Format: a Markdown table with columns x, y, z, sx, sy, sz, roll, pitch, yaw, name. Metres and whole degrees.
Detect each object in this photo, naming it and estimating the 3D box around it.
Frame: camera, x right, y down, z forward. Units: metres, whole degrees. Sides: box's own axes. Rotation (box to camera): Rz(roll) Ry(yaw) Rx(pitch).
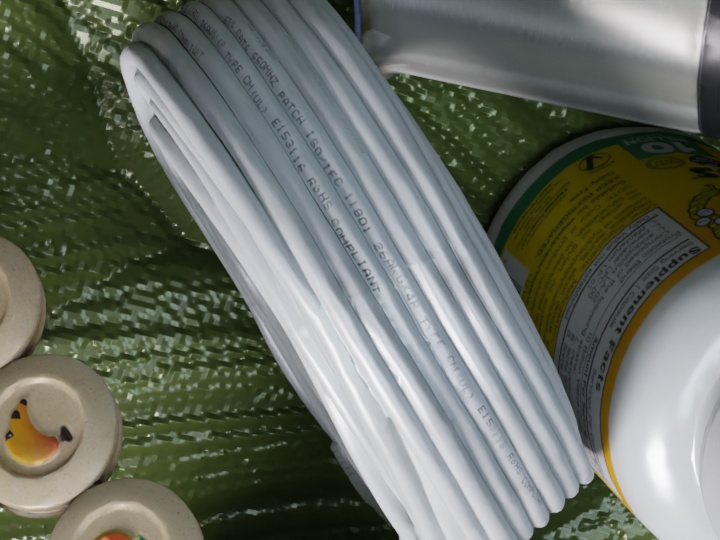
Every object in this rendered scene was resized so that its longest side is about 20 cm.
| x | y | z | sx | sy | sz | roll | pitch | yaw | name |
| --- | --- | --- | --- | --- | --- | --- | --- | --- | --- |
| -0.150 | 0.062 | 0.852 | 0.153 | 0.200 | 0.017 | -37 | 157 | -1 | memory tile |
| 0.114 | -0.092 | 0.902 | 0.187 | 0.181 | 0.201 | 13 | 141 | 14 | milk frother |
| 0.000 | 0.000 | 0.853 | 0.069 | 0.200 | 0.201 | -31 | 92 | -4 | cable |
| 0.120 | 0.030 | 0.901 | 0.112 | 0.200 | 0.113 | -5 | 110 | -15 | pill bottle |
